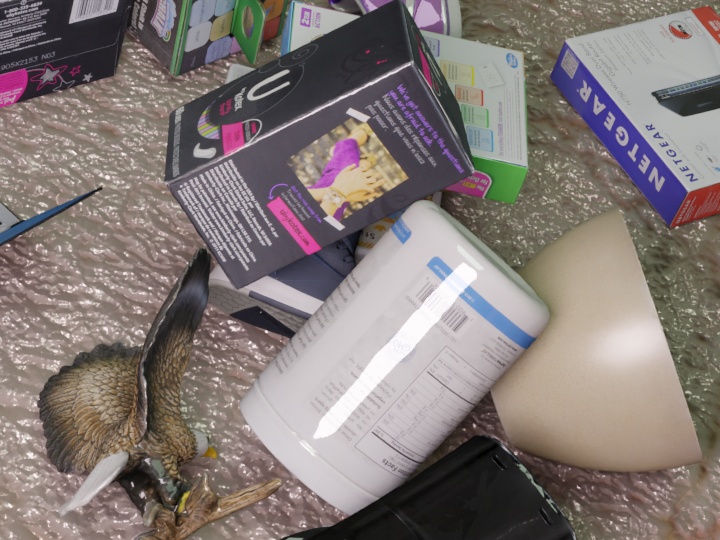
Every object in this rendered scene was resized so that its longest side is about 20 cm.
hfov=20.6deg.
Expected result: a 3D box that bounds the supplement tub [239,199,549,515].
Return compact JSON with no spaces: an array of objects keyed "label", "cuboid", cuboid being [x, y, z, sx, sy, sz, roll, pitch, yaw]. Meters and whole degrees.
[{"label":"supplement tub","cuboid":[0.025,0.062,1.406,0.132,0.200,0.132,42,7,-6]}]

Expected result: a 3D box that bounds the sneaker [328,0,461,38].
[{"label":"sneaker","cuboid":[0.023,-0.280,1.824,0.114,0.073,0.201,1,49,-13]}]

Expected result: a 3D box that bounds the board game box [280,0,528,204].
[{"label":"board game box","cuboid":[0.033,-0.136,1.587,0.200,0.040,0.153,12,43,-7]}]

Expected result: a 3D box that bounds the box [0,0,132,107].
[{"label":"box","cuboid":[-0.301,-0.218,1.616,0.200,0.132,0.115,-21,60,-33]}]

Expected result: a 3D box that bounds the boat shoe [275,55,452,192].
[{"label":"boat shoe","cuboid":[0.012,-0.133,1.655,0.200,0.071,0.069,26,48,6]}]

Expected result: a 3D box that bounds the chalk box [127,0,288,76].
[{"label":"chalk box","cuboid":[-0.137,-0.261,1.710,0.124,0.125,0.200,-27,60,-34]}]

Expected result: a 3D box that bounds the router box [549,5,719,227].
[{"label":"router box","cuboid":[0.301,-0.144,1.806,0.179,0.049,0.200,-17,56,-30]}]

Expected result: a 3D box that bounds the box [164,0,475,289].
[{"label":"box","cuboid":[-0.031,-0.094,1.448,0.200,0.106,0.122,-26,29,10]}]

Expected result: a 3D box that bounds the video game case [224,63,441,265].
[{"label":"video game case","cuboid":[-0.029,-0.083,1.662,0.200,0.023,0.182,15,46,-6]}]

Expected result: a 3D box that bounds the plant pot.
[{"label":"plant pot","cuboid":[0.163,0.067,1.495,0.134,0.200,0.201,-18,51,7]}]

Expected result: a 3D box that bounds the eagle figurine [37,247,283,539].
[{"label":"eagle figurine","cuboid":[-0.149,0.100,1.388,0.151,0.151,0.200,-17,66,-7]}]

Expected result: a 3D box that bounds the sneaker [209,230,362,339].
[{"label":"sneaker","cuboid":[0.000,-0.001,1.540,0.202,0.077,0.146,26,62,7]}]

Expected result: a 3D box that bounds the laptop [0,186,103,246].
[{"label":"laptop","cuboid":[-0.331,-0.045,1.463,0.200,0.116,0.187,41,49,19]}]

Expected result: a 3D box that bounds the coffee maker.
[{"label":"coffee maker","cuboid":[0.043,0.206,1.308,0.200,0.192,0.135,-28,90,-33]}]
